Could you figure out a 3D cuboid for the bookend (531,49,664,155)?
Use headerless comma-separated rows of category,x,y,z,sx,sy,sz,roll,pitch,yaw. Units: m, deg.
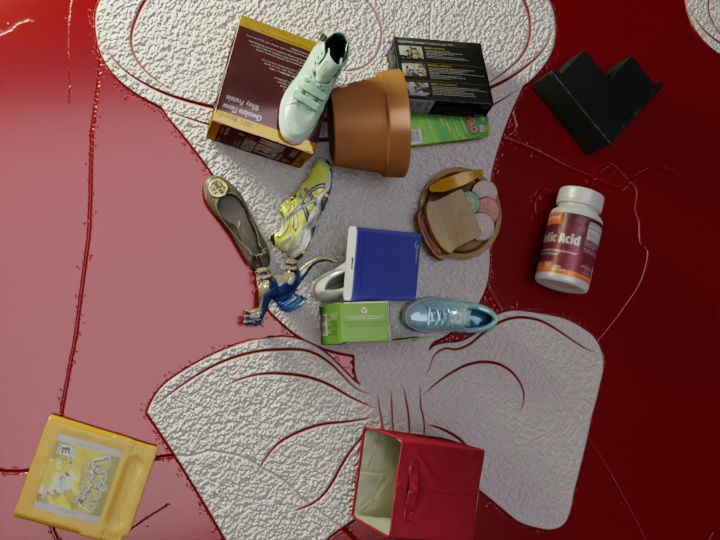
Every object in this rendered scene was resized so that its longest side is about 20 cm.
bookend,0.507,-0.395,1.729,0.200,0.092,0.199,47,74,-7

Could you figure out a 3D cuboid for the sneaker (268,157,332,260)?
sneaker,-0.111,-0.126,1.537,0.075,0.075,0.203,22,79,-15

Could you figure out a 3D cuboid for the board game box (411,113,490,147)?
board game box,0.169,-0.309,1.657,0.196,0.030,0.098,-9,89,-14

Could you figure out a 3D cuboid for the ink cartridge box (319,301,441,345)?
ink cartridge box,0.034,0.098,1.526,0.196,0.148,0.077,-3,85,-17

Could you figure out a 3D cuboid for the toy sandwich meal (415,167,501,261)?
toy sandwich meal,0.204,-0.117,1.630,0.201,0.070,0.210,1,86,-16

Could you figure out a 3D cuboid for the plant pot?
plant pot,0.011,-0.273,1.526,0.137,0.200,0.204,-5,87,-8

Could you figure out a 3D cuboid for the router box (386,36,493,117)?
router box,0.160,-0.389,1.625,0.196,0.051,0.152,0,67,-17

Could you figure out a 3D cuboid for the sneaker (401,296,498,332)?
sneaker,0.182,0.087,1.603,0.196,0.082,0.076,-1,85,-16

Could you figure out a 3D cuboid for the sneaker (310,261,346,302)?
sneaker,0.000,0.000,1.553,0.198,0.088,0.076,-33,94,-16

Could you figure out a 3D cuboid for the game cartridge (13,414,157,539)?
game cartridge,-0.478,0.368,1.416,0.197,0.032,0.179,20,81,-13

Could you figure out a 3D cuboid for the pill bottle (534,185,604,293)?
pill bottle,0.437,-0.064,1.672,0.112,0.114,0.204,17,81,-14

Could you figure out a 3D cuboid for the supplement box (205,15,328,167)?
supplement box,-0.165,-0.326,1.505,0.194,0.133,0.204,16,81,-15

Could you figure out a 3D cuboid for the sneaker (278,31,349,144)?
sneaker,-0.081,-0.322,1.398,0.073,0.118,0.204,23,80,-15

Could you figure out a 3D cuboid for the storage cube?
storage cube,0.104,0.395,1.504,0.177,0.199,0.175,11,82,-21

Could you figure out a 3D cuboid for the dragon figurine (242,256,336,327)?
dragon figurine,-0.138,0.037,1.516,0.197,0.059,0.101,-21,119,-17

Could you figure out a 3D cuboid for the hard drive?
hard drive,0.044,-0.010,1.536,0.198,0.025,0.135,2,93,-51

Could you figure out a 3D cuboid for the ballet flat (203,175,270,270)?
ballet flat,-0.228,-0.090,1.514,0.067,0.046,0.202,-30,95,-17
